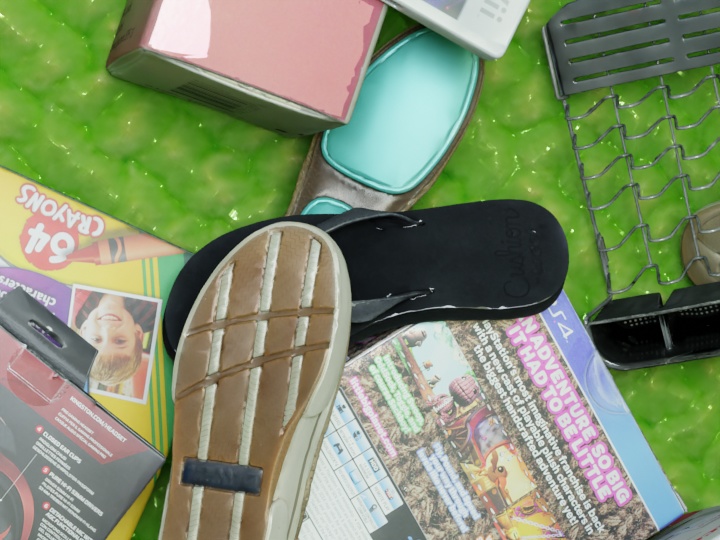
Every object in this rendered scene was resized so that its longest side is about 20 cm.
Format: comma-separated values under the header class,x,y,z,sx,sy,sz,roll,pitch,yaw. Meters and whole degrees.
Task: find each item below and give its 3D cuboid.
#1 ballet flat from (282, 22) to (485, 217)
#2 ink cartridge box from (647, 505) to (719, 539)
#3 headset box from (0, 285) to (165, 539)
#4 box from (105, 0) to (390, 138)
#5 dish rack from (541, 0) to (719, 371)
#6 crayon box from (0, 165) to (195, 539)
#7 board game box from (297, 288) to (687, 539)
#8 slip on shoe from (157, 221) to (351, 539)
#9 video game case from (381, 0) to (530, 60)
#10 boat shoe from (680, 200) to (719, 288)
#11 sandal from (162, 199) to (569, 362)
class,x,y,z,sx,sy,sz,roll,pitch,yaw
ballet flat,-0.001,-0.036,1.075,0.068,0.072,0.200,27,84,2
ink cartridge box,0.156,0.179,1.045,0.146,0.200,0.083,-27,84,-15
headset box,-0.198,0.101,0.959,0.149,0.075,0.200,40,78,-16
box,-0.038,-0.177,1.035,0.109,0.128,0.201,19,85,-14
dish rack,0.177,-0.058,1.093,0.153,0.055,0.201,-11,104,16
crayon box,-0.184,0.041,1.035,0.200,0.058,0.173,25,84,-14
board game box,0.034,0.103,1.073,0.200,0.097,0.160,-31,98,-12
slip on shoe,-0.048,0.077,0.970,0.076,0.061,0.201,9,89,12
video game case,0.010,-0.207,0.972,0.200,0.018,0.144,28,83,-14
boat shoe,0.274,-0.014,1.156,0.200,0.063,0.073,-4,101,2
sandal,0.000,-0.001,1.007,0.199,0.043,0.076,-13,71,-4
